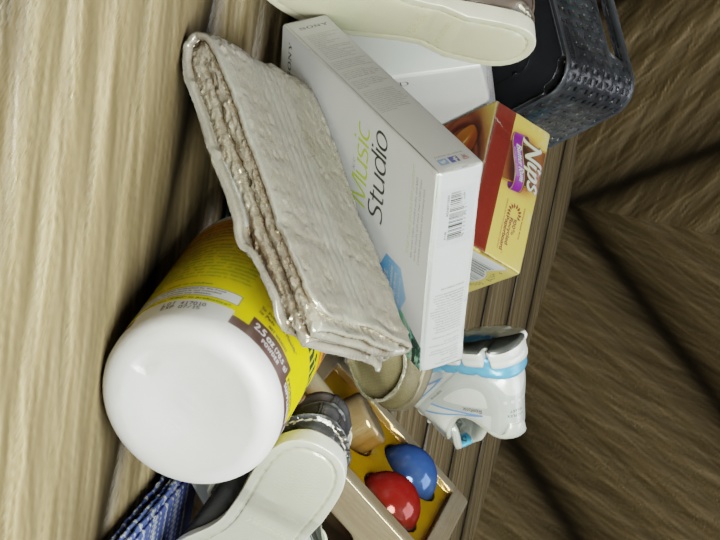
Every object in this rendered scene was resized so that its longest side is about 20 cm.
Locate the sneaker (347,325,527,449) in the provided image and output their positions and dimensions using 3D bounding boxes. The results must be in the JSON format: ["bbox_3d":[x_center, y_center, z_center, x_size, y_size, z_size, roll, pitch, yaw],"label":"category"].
[{"bbox_3d":[0.053,0.084,1.605,0.200,0.075,0.087,9,-67,61],"label":"sneaker"}]

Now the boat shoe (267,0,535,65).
[{"bbox_3d":[0.022,-0.188,1.446,0.072,0.199,0.060,132,-33,-57],"label":"boat shoe"}]

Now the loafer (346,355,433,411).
[{"bbox_3d":[0.000,0.000,1.535,0.067,0.076,0.201,-10,92,-40],"label":"loafer"}]

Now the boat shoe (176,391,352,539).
[{"bbox_3d":[-0.066,0.151,1.393,0.200,0.074,0.060,-56,-171,36],"label":"boat shoe"}]

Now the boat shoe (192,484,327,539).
[{"bbox_3d":[-0.069,0.140,1.464,0.064,0.070,0.201,-13,85,-78],"label":"boat shoe"}]

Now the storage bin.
[{"bbox_3d":[0.100,-0.161,1.753,0.094,0.200,0.136,9,62,-47],"label":"storage bin"}]

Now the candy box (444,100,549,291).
[{"bbox_3d":[0.043,-0.034,1.613,0.200,0.056,0.117,-24,-135,51],"label":"candy box"}]

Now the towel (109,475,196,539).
[{"bbox_3d":[-0.151,0.215,1.408,0.200,0.024,0.146,-49,151,-67],"label":"towel"}]

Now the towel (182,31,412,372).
[{"bbox_3d":[-0.038,-0.038,1.320,0.132,0.034,0.201,22,44,-61],"label":"towel"}]

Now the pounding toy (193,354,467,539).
[{"bbox_3d":[-0.024,0.134,1.574,0.142,0.200,0.184,-41,-179,17],"label":"pounding toy"}]

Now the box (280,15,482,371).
[{"bbox_3d":[0.006,-0.051,1.397,0.200,0.036,0.145,48,-37,46],"label":"box"}]

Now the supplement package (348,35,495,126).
[{"bbox_3d":[0.030,-0.163,1.601,0.200,0.121,0.120,60,25,-75],"label":"supplement package"}]

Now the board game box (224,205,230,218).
[{"bbox_3d":[-0.065,-0.015,1.585,0.200,0.028,0.136,-27,129,-79],"label":"board game box"}]

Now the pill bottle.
[{"bbox_3d":[-0.075,0.036,1.348,0.200,0.109,0.110,-61,161,-61],"label":"pill bottle"}]
